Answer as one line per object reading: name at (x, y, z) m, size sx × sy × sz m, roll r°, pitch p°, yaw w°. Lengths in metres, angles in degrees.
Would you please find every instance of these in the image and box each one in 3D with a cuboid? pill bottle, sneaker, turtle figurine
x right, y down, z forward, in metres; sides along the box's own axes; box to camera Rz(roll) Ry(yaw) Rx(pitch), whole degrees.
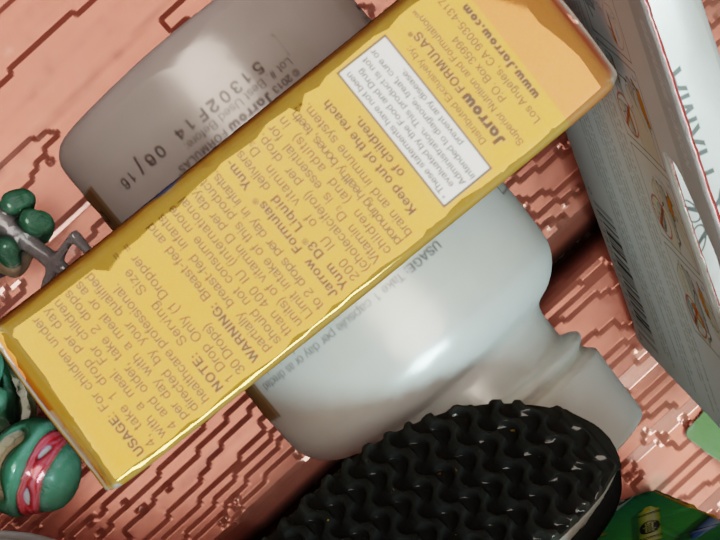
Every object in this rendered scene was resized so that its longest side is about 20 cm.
pill bottle at (0.000, 0.000, 0.942) m, size 0.114 × 0.114 × 0.200 m, roll -40°, pitch 92°, yaw -2°
sneaker at (0.002, 0.122, 0.882) m, size 0.200 × 0.090 × 0.070 m, roll -37°, pitch 53°, yaw -10°
turtle figurine at (-0.165, 0.042, 0.943) m, size 0.199 × 0.101 × 0.150 m, roll 22°, pitch 71°, yaw 14°

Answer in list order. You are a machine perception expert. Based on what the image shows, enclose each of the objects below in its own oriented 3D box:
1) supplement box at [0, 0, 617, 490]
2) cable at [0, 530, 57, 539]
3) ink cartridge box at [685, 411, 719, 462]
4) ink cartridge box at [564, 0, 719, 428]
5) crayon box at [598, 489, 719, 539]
supplement box at (-0.019, -0.018, 0.851) m, size 0.200 × 0.067 × 0.069 m, roll -41°, pitch 92°, yaw -6°
cable at (-0.141, 0.180, 0.911) m, size 0.199 × 0.069 × 0.201 m, roll -11°, pitch 127°, yaw -28°
ink cartridge box at (0.219, 0.013, 0.953) m, size 0.200 × 0.048 × 0.145 m, roll -49°, pitch 57°, yaw -3°
ink cartridge box at (0.105, -0.037, 0.887) m, size 0.043 × 0.174 × 0.201 m, roll -24°, pitch 115°, yaw -6°
crayon box at (0.106, 0.144, 0.906) m, size 0.058 × 0.200 × 0.119 m, roll -17°, pitch 92°, yaw -4°
